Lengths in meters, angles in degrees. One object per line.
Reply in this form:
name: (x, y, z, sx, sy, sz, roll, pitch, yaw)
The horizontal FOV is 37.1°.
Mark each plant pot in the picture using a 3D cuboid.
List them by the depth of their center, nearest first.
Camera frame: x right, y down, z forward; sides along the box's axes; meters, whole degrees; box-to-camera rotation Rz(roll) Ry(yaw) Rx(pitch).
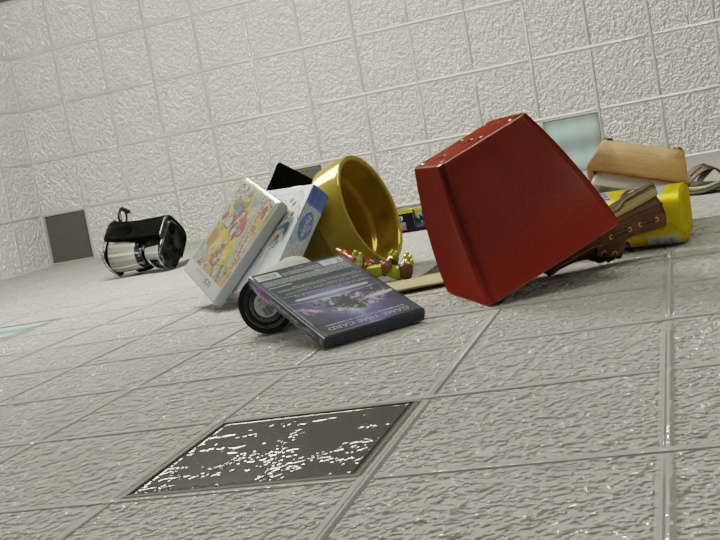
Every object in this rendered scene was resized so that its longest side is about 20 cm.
plant pot: (0.179, -0.091, 1.391, 0.198, 0.178, 0.200, -31, 10, -8)
plant pot: (-0.054, -0.074, 1.903, 0.187, 0.204, 0.200, -24, -1, 27)

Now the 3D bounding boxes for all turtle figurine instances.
turtle figurine: (0.000, 0.000, 1.661, 0.159, 0.066, 0.199, -5, -5, -25)

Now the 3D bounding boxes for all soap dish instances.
soap dish: (0.450, -0.145, 1.727, 0.155, 0.083, 0.200, 10, -7, 18)

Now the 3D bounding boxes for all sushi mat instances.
sushi mat: (0.081, 0.019, 1.591, 0.196, 0.012, 0.096, -11, 7, 0)

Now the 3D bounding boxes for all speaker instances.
speaker: (-0.108, 0.030, 1.501, 0.080, 0.083, 0.200, -9, 7, 9)

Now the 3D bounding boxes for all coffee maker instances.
coffee maker: (-0.583, -0.091, 2.899, 0.197, 0.196, 0.134, -6, -9, 23)

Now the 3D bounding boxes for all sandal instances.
sandal: (0.682, -0.187, 2.191, 0.199, 0.058, 0.079, -5, 9, 44)

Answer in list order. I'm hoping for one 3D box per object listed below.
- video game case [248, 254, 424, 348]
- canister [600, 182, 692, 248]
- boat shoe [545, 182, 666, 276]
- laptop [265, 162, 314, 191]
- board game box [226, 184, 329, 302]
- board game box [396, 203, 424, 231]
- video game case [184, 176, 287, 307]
video game case: (-0.033, 0.034, 1.326, 0.141, 0.019, 0.199, -14, 28, -29)
canister: (0.383, -0.076, 1.589, 0.197, 0.088, 0.148, -6, 8, 23)
boat shoe: (0.331, -0.043, 1.451, 0.198, 0.068, 0.072, -31, 0, -11)
laptop: (-0.164, -0.088, 2.029, 0.198, 0.118, 0.186, -20, -28, 34)
board game box: (-0.159, -0.042, 1.809, 0.043, 0.201, 0.199, 35, -22, -31)
board game box: (0.119, -0.131, 2.679, 0.197, 0.058, 0.165, -8, 5, 27)
video game case: (-0.217, -0.053, 1.834, 0.023, 0.201, 0.182, 34, 1, -31)
